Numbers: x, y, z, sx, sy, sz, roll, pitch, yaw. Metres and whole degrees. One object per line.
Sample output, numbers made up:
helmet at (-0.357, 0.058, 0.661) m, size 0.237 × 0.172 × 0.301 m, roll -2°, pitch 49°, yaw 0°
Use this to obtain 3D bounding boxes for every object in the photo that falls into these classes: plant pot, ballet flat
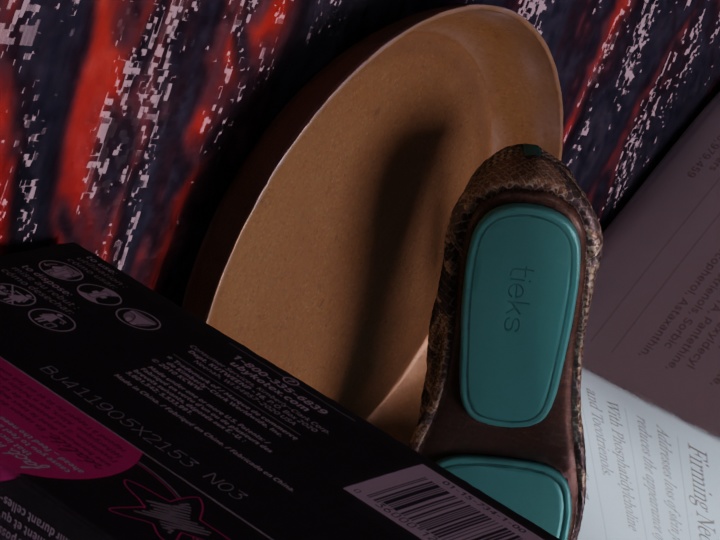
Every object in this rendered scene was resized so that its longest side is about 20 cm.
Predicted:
plant pot at (0.000, 0.000, 0.858) m, size 0.200 × 0.027 × 0.201 m, roll -39°, pitch 144°, yaw -36°
ballet flat at (0.048, 0.050, 0.884) m, size 0.075 × 0.067 × 0.201 m, roll -80°, pitch 178°, yaw -69°

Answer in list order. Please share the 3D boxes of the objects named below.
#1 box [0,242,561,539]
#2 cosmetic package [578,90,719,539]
box at (-0.059, 0.091, 0.660) m, size 0.132 × 0.199 × 0.115 m, roll -11°, pitch 126°, yaw -54°
cosmetic package at (0.199, 0.057, 1.047) m, size 0.166 × 0.199 × 0.168 m, roll -48°, pitch 147°, yaw -23°
